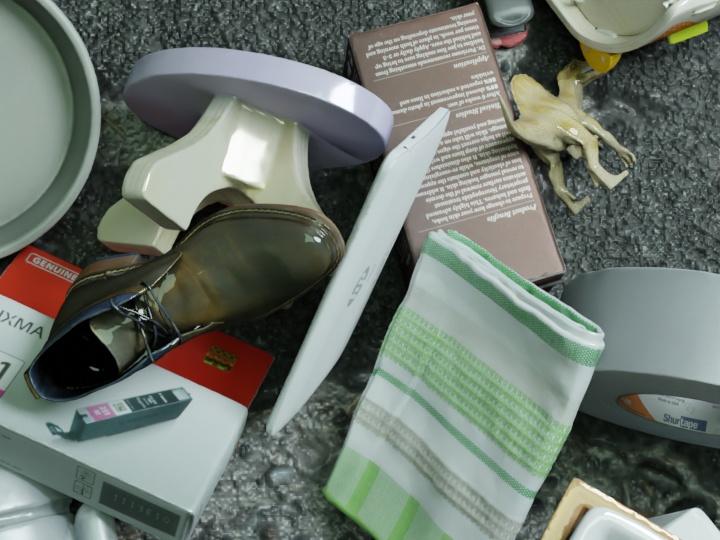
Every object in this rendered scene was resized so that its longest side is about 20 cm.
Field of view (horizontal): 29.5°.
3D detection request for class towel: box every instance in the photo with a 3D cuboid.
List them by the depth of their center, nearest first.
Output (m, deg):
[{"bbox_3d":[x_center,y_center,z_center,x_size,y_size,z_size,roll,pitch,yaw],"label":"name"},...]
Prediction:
[{"bbox_3d":[0.056,0.093,0.847,0.149,0.031,0.202,37,110,40],"label":"towel"}]

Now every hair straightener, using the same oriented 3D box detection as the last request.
[{"bbox_3d":[0.092,-0.268,0.989,0.040,0.077,0.203,-7,77,-3],"label":"hair straightener"}]

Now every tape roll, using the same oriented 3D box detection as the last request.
[{"bbox_3d":[0.218,0.061,0.858,0.198,0.200,0.067,14,75,0],"label":"tape roll"}]

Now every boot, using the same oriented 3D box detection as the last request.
[{"bbox_3d":[-0.103,0.026,0.784,0.198,0.097,0.075,-18,116,30],"label":"boot"}]

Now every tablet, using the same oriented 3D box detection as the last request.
[{"bbox_3d":[0.000,0.000,0.849,0.014,0.130,0.201,27,115,7],"label":"tablet"}]

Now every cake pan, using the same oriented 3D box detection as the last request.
[{"bbox_3d":[-0.272,-0.104,0.897,0.198,0.037,0.203,-5,102,-21],"label":"cake pan"}]

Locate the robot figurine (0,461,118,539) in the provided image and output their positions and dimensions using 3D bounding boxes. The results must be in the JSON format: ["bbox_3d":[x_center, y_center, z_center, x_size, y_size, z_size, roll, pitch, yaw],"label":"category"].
[{"bbox_3d":[-0.221,0.199,0.842,0.168,0.113,0.202,-20,78,7],"label":"robot figurine"}]

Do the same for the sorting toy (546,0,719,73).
[{"bbox_3d":[0.221,-0.237,0.983,0.178,0.107,0.201,-18,60,-24],"label":"sorting toy"}]

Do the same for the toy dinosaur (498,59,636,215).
[{"bbox_3d":[0.133,-0.091,0.930,0.058,0.200,0.101,-38,89,31],"label":"toy dinosaur"}]

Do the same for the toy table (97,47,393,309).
[{"bbox_3d":[-0.082,-0.061,0.890,0.198,0.183,0.118,2,68,41],"label":"toy table"}]

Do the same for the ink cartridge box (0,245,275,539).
[{"bbox_3d":[-0.165,0.061,0.869,0.198,0.044,0.174,24,44,2],"label":"ink cartridge box"}]

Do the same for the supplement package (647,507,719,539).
[{"bbox_3d":[0.146,0.260,0.808,0.190,0.200,0.148,-36,81,-11],"label":"supplement package"}]

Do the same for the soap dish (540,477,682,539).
[{"bbox_3d":[0.123,0.230,0.669,0.156,0.081,0.201,30,77,4],"label":"soap dish"}]

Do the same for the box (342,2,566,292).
[{"bbox_3d":[0.062,-0.072,0.945,0.099,0.075,0.202,-14,77,-7],"label":"box"}]
